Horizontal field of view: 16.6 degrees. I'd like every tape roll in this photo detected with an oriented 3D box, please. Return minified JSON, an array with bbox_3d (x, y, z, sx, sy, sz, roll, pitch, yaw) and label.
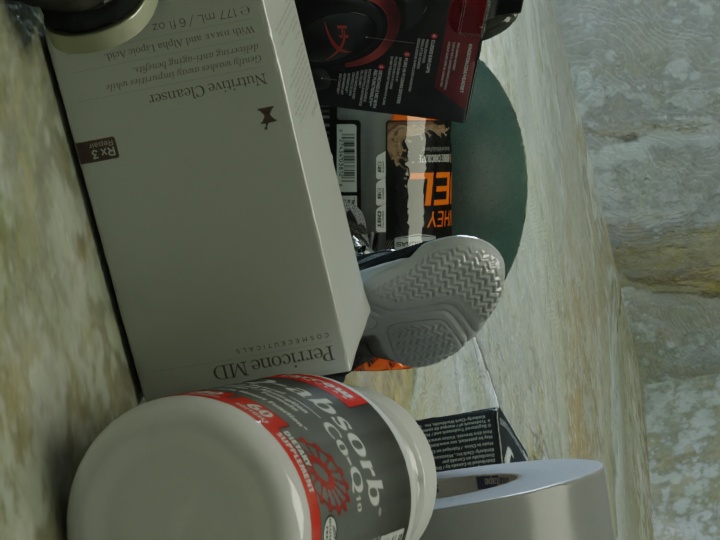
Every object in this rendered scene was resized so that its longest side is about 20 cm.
[{"bbox_3d":[0.044,0.156,1.395,0.200,0.199,0.067,-11,91,-79],"label":"tape roll"}]

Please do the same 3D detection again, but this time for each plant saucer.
[{"bbox_3d":[0.018,-0.054,1.560,0.039,0.200,0.202,-3,83,-46],"label":"plant saucer"}]

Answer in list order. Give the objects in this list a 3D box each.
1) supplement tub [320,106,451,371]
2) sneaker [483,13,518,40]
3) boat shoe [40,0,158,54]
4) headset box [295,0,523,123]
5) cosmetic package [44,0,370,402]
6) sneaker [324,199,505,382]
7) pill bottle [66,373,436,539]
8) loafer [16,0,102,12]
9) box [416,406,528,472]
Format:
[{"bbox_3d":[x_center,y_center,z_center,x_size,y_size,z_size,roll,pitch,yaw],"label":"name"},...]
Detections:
[{"bbox_3d":[-0.006,-0.043,1.473,0.122,0.122,0.201,-20,110,-79],"label":"supplement tub"},{"bbox_3d":[0.039,-0.222,1.400,0.089,0.074,0.201,62,11,-60],"label":"sneaker"},{"bbox_3d":[-0.123,-0.192,1.167,0.201,0.071,0.068,-88,158,-44],"label":"boat shoe"},{"bbox_3d":[-0.009,-0.164,1.292,0.075,0.199,0.149,-87,-176,-49],"label":"headset box"},{"bbox_3d":[-0.072,-0.045,1.206,0.081,0.112,0.201,-70,147,-69],"label":"cosmetic package"},{"bbox_3d":[0.000,0.000,1.338,0.075,0.200,0.114,32,47,-31],"label":"sneaker"},{"bbox_3d":[-0.042,0.107,1.135,0.200,0.115,0.116,-7,87,-69],"label":"pill bottle"},{"bbox_3d":[-0.128,-0.189,1.069,0.201,0.073,0.072,-85,-169,-47],"label":"loafer"},{"bbox_3d":[0.068,0.212,1.722,0.122,0.106,0.201,53,30,-67],"label":"box"}]
